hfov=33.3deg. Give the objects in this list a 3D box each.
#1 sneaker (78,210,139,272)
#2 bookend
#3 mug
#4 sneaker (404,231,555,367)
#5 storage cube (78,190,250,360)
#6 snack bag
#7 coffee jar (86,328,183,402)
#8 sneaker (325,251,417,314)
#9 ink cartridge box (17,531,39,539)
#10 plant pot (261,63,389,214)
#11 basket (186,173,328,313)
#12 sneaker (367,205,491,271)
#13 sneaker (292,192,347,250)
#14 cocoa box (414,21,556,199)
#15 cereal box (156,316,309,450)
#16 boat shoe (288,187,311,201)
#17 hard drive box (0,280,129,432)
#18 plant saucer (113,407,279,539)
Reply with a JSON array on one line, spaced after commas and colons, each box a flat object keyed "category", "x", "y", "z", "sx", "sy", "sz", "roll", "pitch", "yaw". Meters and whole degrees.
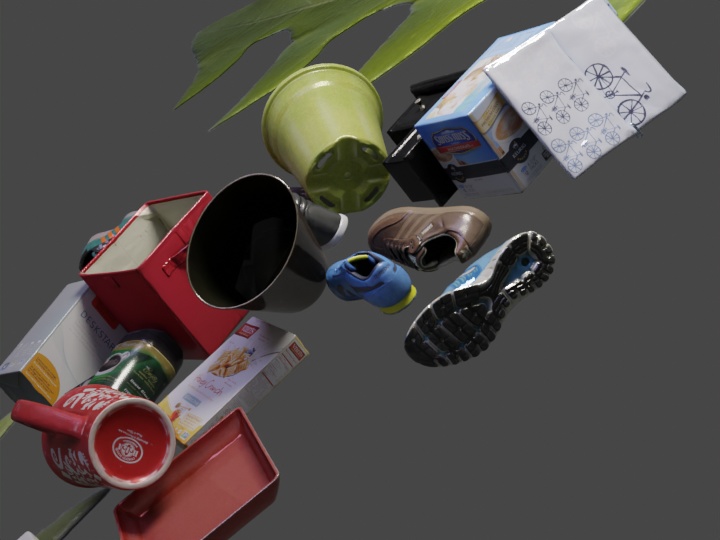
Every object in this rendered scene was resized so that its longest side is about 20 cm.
[{"category": "sneaker", "x": -0.451, "y": -0.044, "z": 2.252, "sx": 0.199, "sy": 0.071, "sz": 0.080, "roll": -25, "pitch": 31, "yaw": 35}, {"category": "bookend", "x": 0.097, "y": -0.186, "z": 1.731, "sx": 0.199, "sy": 0.092, "sz": 0.200, "roll": -49, "pitch": 22, "yaw": -21}, {"category": "mug", "x": -0.328, "y": 0.213, "z": 1.483, "sx": 0.176, "sy": 0.135, "sz": 0.200, "roll": -8, "pitch": 0, "yaw": -27}, {"category": "sneaker", "x": 0.131, "y": 0.038, "z": 1.360, "sx": 0.200, "sy": 0.079, "sz": 0.090, "roll": -38, "pitch": 6, "yaw": -11}, {"category": "storage cube", "x": -0.269, "y": 0.012, "z": 1.775, "sx": 0.199, "sy": 0.180, "sz": 0.171, "roll": -4, "pitch": 40, "yaw": 48}, {"category": "snack bag", "x": 0.284, "y": -0.234, "z": 1.501, "sx": 0.199, "sy": 0.189, "sz": 0.021, "roll": -33, "pitch": -16, "yaw": -12}, {"category": "coffee jar", "x": -0.336, "y": 0.173, "z": 1.692, "sx": 0.104, "sy": 0.085, "sz": 0.200, "roll": -14, "pitch": 34, "yaw": 46}, {"category": "sneaker", "x": 0.000, "y": 0.000, "z": 1.566, "sx": 0.066, "sy": 0.079, "sz": 0.200, "roll": -45, "pitch": 24, "yaw": -14}, {"category": "ink cartridge box", "x": -0.327, "y": 0.394, "z": 1.218, "sx": 0.147, "sy": 0.146, "sz": 0.200, "roll": -43, "pitch": 25, "yaw": -14}, {"category": "plant pot", "x": -0.038, "y": -0.186, "z": 1.835, "sx": 0.200, "sy": 0.201, "sz": 0.185, "roll": -33, "pitch": 36, "yaw": 6}, {"category": "basket", "x": -0.122, "y": -0.017, "z": 1.585, "sx": 0.135, "sy": 0.200, "sz": 0.181, "roll": 28, "pitch": 87, "yaw": 19}, {"category": "sneaker", "x": 0.073, "y": -0.036, "z": 1.540, "sx": 0.199, "sy": 0.071, "sz": 0.076, "roll": -10, "pitch": 36, "yaw": 45}, {"category": "sneaker", "x": -0.111, "y": -0.058, "z": 1.753, "sx": 0.200, "sy": 0.099, "sz": 0.071, "roll": -27, "pitch": 40, "yaw": 50}, {"category": "cocoa box", "x": 0.198, "y": -0.212, "z": 1.598, "sx": 0.200, "sy": 0.131, "sz": 0.133, "roll": -47, "pitch": 21, "yaw": -22}, {"category": "cereal box", "x": -0.175, "y": 0.150, "z": 1.575, "sx": 0.200, "sy": 0.040, "sz": 0.144, "roll": -45, "pitch": 26, "yaw": -16}, {"category": "boat shoe", "x": -0.107, "y": -0.100, "z": 1.884, "sx": 0.073, "sy": 0.075, "sz": 0.200, "roll": -39, "pitch": 30, "yaw": -19}, {"category": "hard drive box", "x": -0.420, "y": 0.136, "z": 1.783, "sx": 0.076, "sy": 0.156, "sz": 0.201, "roll": -13, "pitch": 34, "yaw": 40}, {"category": "plant saucer", "x": -0.185, "y": 0.268, "z": 1.387, "sx": 0.200, "sy": 0.037, "sz": 0.200, "roll": -40, "pitch": 25, "yaw": -4}]
